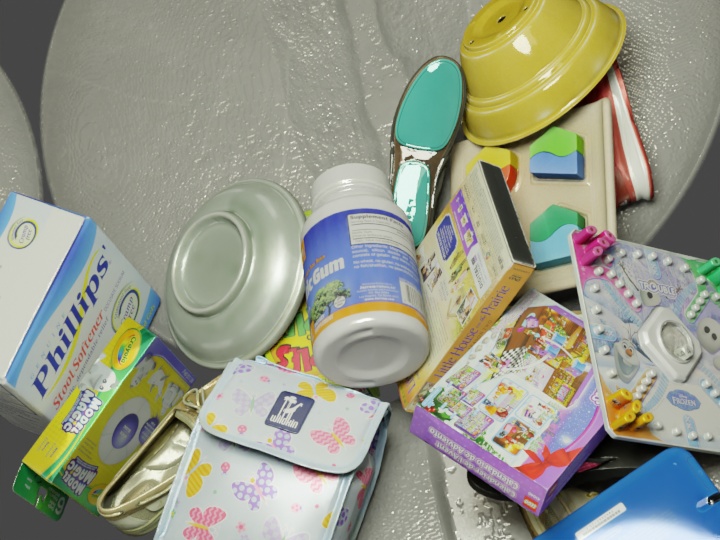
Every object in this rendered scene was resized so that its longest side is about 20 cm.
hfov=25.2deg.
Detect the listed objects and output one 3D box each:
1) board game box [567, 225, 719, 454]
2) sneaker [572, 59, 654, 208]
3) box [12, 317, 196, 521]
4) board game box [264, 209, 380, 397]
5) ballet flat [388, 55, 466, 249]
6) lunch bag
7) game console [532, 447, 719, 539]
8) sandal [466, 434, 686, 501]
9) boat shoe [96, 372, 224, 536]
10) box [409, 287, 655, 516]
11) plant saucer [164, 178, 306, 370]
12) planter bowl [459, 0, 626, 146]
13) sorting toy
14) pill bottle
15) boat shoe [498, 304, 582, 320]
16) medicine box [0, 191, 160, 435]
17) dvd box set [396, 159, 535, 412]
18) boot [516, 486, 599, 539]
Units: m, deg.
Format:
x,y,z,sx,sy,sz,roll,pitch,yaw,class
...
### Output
x,y,z,sx,sy,sz,roll,pitch,yaw,class
0.285,0.064,1.455,0.026,0.198,0.202,-39,50,46,board game box
0.216,-0.149,1.624,0.114,0.079,0.202,-17,61,6,sneaker
-0.253,0.157,1.591,0.048,0.118,0.201,31,77,27,box
-0.049,0.040,1.627,0.100,0.048,0.202,-15,62,8,board game box
0.058,-0.118,1.631,0.067,0.068,0.202,15,94,1,ballet flat
-0.079,0.192,1.504,0.168,0.127,0.202,19,78,14,lunch bag
0.249,0.285,1.391,0.199,0.119,0.171,-33,59,-2,game console
0.190,0.156,1.431,0.197,0.045,0.076,-9,49,1,sandal
-0.178,0.174,1.591,0.201,0.063,0.073,-44,62,-7,boat shoe
0.153,0.111,1.417,0.136,0.039,0.200,32,46,20,box
-0.138,-0.002,1.628,0.199,0.050,0.203,-15,66,36,plant saucer
0.161,-0.226,1.615,0.199,0.084,0.201,-32,29,21,planter bowl
0.161,-0.063,1.574,0.199,0.036,0.187,-17,62,37,sorting toy
0.000,0.000,1.533,0.111,0.112,0.202,-15,52,8,pill bottle
0.170,0.077,1.532,0.198,0.074,0.067,-1,60,15,boat shoe
-0.310,0.054,1.606,0.102,0.200,0.184,17,71,22,medicine box
0.087,0.017,1.519,0.201,0.029,0.147,-57,30,32,dvd box set
0.225,0.210,1.457,0.153,0.072,0.201,-27,64,1,boot
